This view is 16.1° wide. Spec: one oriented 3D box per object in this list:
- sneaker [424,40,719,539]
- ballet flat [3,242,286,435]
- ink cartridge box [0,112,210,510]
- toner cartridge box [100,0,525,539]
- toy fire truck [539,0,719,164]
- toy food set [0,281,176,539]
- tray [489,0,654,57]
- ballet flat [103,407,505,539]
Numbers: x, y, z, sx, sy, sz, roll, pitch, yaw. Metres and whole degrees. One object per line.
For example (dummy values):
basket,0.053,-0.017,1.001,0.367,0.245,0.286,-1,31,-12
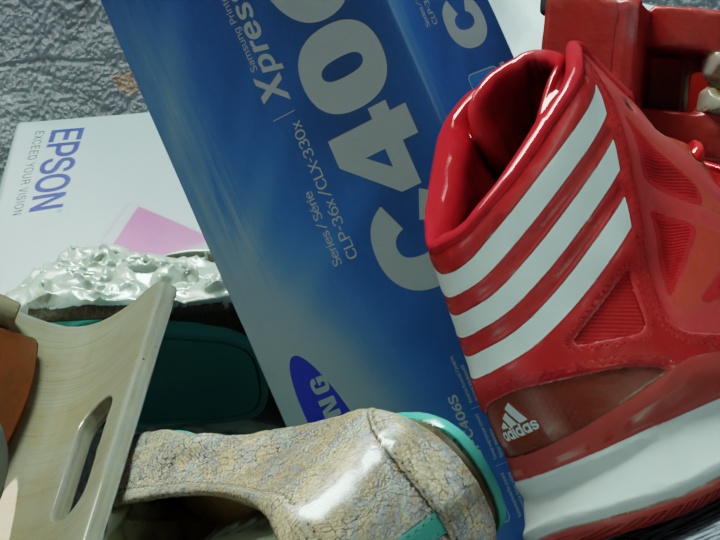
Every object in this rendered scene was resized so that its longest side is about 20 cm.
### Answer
sneaker,0.094,-0.015,0.640,0.078,0.116,0.200,-24,-1,41
ballet flat,-0.016,0.018,0.770,0.199,0.072,0.072,7,8,15
ink cartridge box,-0.036,0.005,0.881,0.199,0.044,0.197,-6,34,6
toner cartridge box,0.004,-0.020,0.684,0.095,0.201,0.043,-25,-1,42
toy fire truck,0.124,-0.052,0.779,0.140,0.049,0.200,7,-1,12
toy food set,-0.154,0.011,0.670,0.061,0.199,0.144,-58,12,35
tray,0.077,-0.053,0.935,0.107,0.022,0.200,12,31,11
ballet flat,-0.040,0.076,0.656,0.067,0.068,0.200,-40,7,-30
